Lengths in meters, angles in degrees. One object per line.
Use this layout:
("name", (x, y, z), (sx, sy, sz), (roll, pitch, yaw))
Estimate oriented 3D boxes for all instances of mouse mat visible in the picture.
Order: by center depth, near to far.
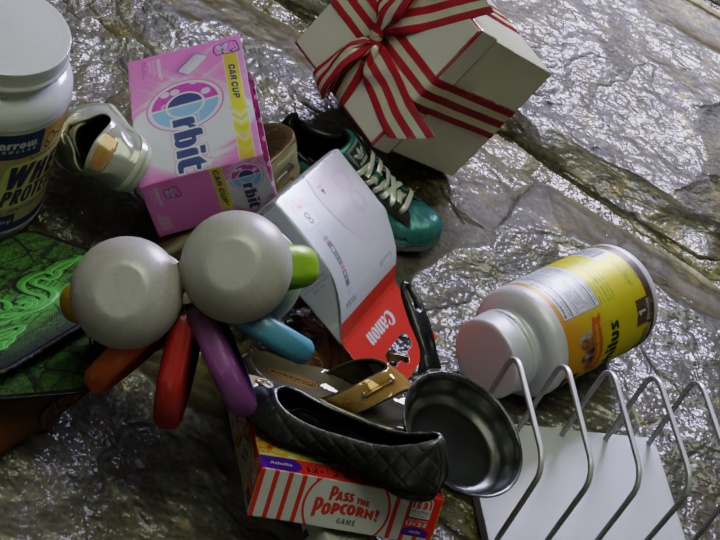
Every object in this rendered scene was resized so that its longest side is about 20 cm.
("mouse mat", (-0.297, 0.052, 1.337), (0.160, 0.008, 0.200), (-4, 27, -8))
("mouse mat", (-0.288, 0.022, 1.364), (0.161, 0.008, 0.200), (17, 33, 29))

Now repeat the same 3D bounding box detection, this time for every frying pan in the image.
("frying pan", (0.057, 0.105, 1.330), (0.190, 0.031, 0.115), (51, 42, 10))

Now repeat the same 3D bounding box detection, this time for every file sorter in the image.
("file sorter", (0.210, 0.167, 1.453), (0.199, 0.125, 0.139), (8, 46, -19))

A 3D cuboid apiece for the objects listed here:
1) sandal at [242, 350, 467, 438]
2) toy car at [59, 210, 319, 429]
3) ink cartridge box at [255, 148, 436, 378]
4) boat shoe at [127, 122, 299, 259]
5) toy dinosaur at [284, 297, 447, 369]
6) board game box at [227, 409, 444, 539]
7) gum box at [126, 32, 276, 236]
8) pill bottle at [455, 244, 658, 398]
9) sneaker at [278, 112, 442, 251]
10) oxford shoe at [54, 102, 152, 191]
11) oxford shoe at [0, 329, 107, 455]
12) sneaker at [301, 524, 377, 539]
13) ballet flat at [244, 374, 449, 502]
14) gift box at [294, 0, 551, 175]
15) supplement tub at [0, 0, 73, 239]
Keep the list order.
("sandal", (-0.003, 0.097, 1.363), (0.199, 0.054, 0.080), (18, 18, -3))
("toy car", (-0.123, 0.043, 1.256), (0.199, 0.175, 0.150), (-13, 86, 0))
("ink cartridge box", (0.000, 0.000, 1.471), (0.200, 0.057, 0.163), (47, 28, -2))
("boat shoe", (-0.133, -0.059, 1.550), (0.072, 0.065, 0.200), (28, 58, 35))
("toy dinosaur", (-0.019, 0.072, 1.492), (0.106, 0.060, 0.200), (48, 24, 22))
("board game box", (-0.027, 0.147, 1.359), (0.151, 0.046, 0.200), (12, 19, -15))
("gum box", (-0.150, -0.132, 1.532), (0.113, 0.066, 0.200), (-15, 44, 1))
("pill bottle", (0.185, 0.052, 1.564), (0.200, 0.109, 0.109), (-22, 60, -39))
("sneaker", (-0.004, -0.088, 1.633), (0.200, 0.080, 0.071), (25, 41, -2))
("oxford shoe", (-0.250, -0.121, 1.499), (0.058, 0.075, 0.200), (26, 2, -31))
("oxford shoe", (-0.259, 0.093, 1.324), (0.071, 0.071, 0.200), (1, 32, 33))
("sneaker", (-0.020, 0.235, 1.322), (0.075, 0.085, 0.200), (11, 20, -14))
("ballet flat", (-0.016, 0.119, 1.280), (0.200, 0.057, 0.066), (21, 22, 25))
("gift box", (0.072, -0.217, 1.681), (0.187, 0.185, 0.200), (17, 27, -54))
("supplement tub", (-0.332, -0.137, 1.437), (0.144, 0.200, 0.145), (13, 44, -13))
